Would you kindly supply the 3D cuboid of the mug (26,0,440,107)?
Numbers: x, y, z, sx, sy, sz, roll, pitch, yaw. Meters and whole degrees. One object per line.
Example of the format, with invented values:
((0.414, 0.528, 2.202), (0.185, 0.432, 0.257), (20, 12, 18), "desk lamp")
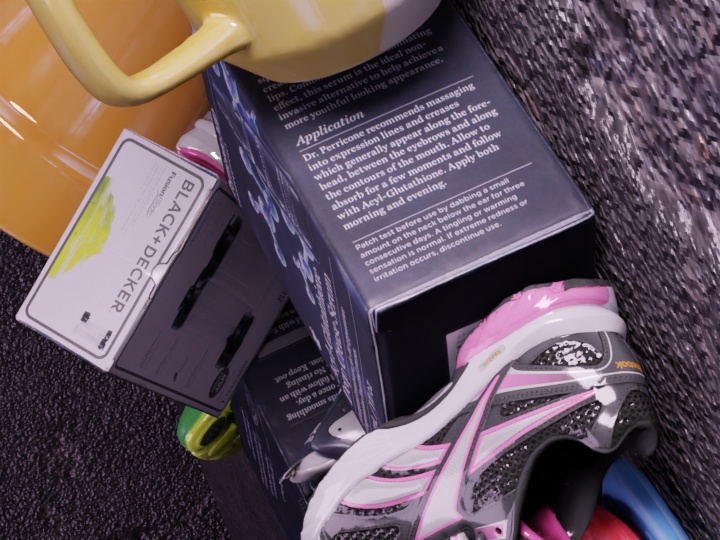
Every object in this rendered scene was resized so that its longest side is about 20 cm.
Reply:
((-0.050, -0.153, 0.813), (0.153, 0.186, 0.149), (63, 177, -25), "mug")

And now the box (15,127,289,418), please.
((-0.101, 0.007, 1.103), (0.060, 0.117, 0.200), (29, 178, 16), "box")

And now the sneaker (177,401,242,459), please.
((-0.092, 0.047, 1.418), (0.074, 0.083, 0.200), (75, -153, -51), "sneaker")

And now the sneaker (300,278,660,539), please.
((0.049, 0.096, 0.852), (0.200, 0.080, 0.086), (-53, 48, 32), "sneaker")

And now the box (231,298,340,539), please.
((0.006, 0.126, 1.261), (0.197, 0.117, 0.200), (85, 159, -62), "box")

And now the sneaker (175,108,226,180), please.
((-0.035, -0.071, 1.187), (0.074, 0.088, 0.200), (36, -179, 23), "sneaker")

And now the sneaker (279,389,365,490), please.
((0.001, 0.064, 1.122), (0.200, 0.129, 0.080), (63, 167, 14), "sneaker")

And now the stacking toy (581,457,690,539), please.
((0.063, 0.181, 0.887), (0.110, 0.199, 0.116), (59, 166, 33), "stacking toy")

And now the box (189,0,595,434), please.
((0.014, -0.034, 0.916), (0.149, 0.107, 0.200), (81, 163, -55), "box")

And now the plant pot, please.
((-0.148, -0.129, 1.197), (0.200, 0.183, 0.200), (35, -160, -14), "plant pot")
